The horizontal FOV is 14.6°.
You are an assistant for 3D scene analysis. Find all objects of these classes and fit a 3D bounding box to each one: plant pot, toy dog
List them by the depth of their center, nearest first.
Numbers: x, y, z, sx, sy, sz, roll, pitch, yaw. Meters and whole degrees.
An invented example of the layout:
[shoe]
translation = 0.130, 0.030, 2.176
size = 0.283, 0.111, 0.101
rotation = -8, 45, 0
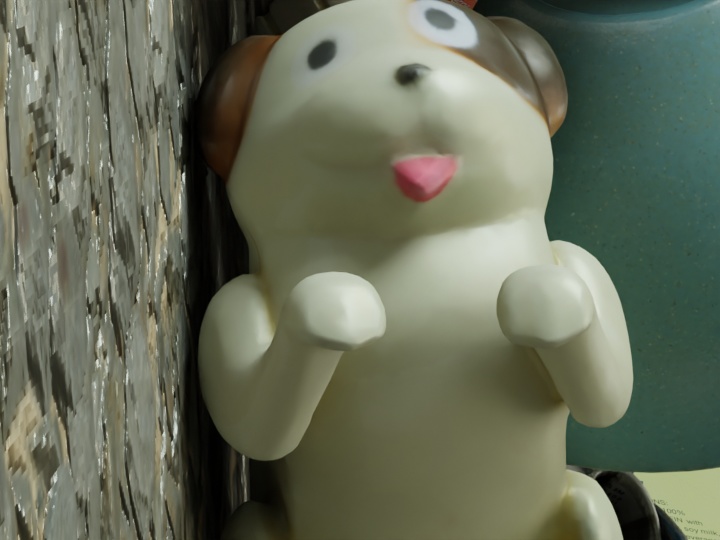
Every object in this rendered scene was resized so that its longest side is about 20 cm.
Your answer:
[toy dog]
translation = 0.019, 0.018, 0.838
size = 0.194, 0.138, 0.202
rotation = -72, 157, -81
[plant pot]
translation = 0.103, -0.048, 0.934
size = 0.201, 0.199, 0.135
rotation = -87, 166, -56

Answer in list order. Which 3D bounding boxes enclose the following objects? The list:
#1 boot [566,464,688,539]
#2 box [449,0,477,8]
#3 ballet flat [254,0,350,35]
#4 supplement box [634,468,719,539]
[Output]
[boot]
translation = 0.077, 0.092, 0.942
size = 0.096, 0.073, 0.201
rotation = 106, -26, -45
[box]
translation = 0.031, -0.203, 1.073
size = 0.103, 0.094, 0.201
rotation = 79, -9, -69
[ballet flat]
translation = -0.013, -0.086, 1.067
size = 0.200, 0.067, 0.076
rotation = -98, 162, -68
[supplement box]
translation = 0.151, 0.175, 1.217
size = 0.200, 0.199, 0.135
rotation = -103, -152, -55
